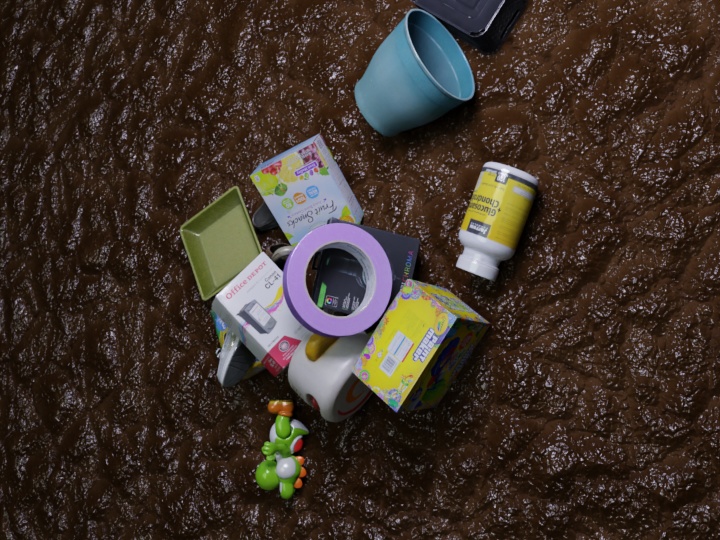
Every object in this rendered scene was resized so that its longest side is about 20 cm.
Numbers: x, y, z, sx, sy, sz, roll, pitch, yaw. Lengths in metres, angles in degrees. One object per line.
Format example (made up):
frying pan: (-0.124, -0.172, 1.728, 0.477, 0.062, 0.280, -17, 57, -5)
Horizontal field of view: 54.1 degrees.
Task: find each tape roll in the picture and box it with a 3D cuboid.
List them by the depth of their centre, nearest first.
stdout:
tape roll: (-0.043, 0.020, 1.298, 0.195, 0.066, 0.205, 2, 81, -15)

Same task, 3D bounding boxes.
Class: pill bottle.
pill bottle: (0.249, -0.089, 1.317, 0.110, 0.111, 0.204, 21, 94, 29)

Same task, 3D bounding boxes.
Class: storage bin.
storage bin: (0.214, -0.543, 1.404, 0.199, 0.093, 0.137, 40, 103, 26)

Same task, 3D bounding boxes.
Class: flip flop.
flip flop: (-0.172, -0.033, 1.516, 0.079, 0.200, 0.059, -10, 82, -16)

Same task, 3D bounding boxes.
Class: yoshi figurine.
yoshi figurine: (-0.183, 0.383, 1.508, 0.110, 0.111, 0.205, -9, 81, 43)

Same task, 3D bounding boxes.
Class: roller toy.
roller toy: (-0.051, 0.191, 1.404, 0.139, 0.198, 0.185, 35, 114, 27)

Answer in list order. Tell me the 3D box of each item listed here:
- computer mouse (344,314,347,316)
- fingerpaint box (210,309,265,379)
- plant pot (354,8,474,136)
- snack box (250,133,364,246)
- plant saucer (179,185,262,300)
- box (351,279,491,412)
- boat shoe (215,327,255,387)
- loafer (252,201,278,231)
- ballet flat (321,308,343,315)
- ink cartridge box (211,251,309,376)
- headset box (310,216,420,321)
computer mouse: (-0.033, 0.014, 1.471, 0.034, 0.058, 0.205, -5, 93, 42)
fingerpaint box: (-0.223, 0.126, 1.572, 0.197, 0.073, 0.170, -28, 72, 23)
plant pot: (0.095, -0.372, 1.403, 0.187, 0.198, 0.204, -32, 69, 37)
snack box: (-0.110, -0.158, 1.492, 0.166, 0.068, 0.202, -22, 112, 25)
plant saucer: (-0.317, -0.061, 1.663, 0.198, 0.048, 0.203, -31, 70, 22)
box: (0.116, 0.141, 1.316, 0.121, 0.192, 0.202, 37, 102, 27)
boat shoe: (-0.262, 0.146, 1.511, 0.064, 0.074, 0.207, 14, 86, 35)
loafer: (-0.177, -0.163, 1.583, 0.199, 0.072, 0.074, -39, 67, 19)
ballet flat: (-0.055, 0.014, 1.500, 0.066, 0.062, 0.205, 1, 84, 27)
ink cartridge box: (-0.185, 0.090, 1.442, 0.200, 0.086, 0.148, 46, 63, -1)
headset box: (0.000, 0.000, 1.400, 0.195, 0.093, 0.178, 14, 90, -7)
